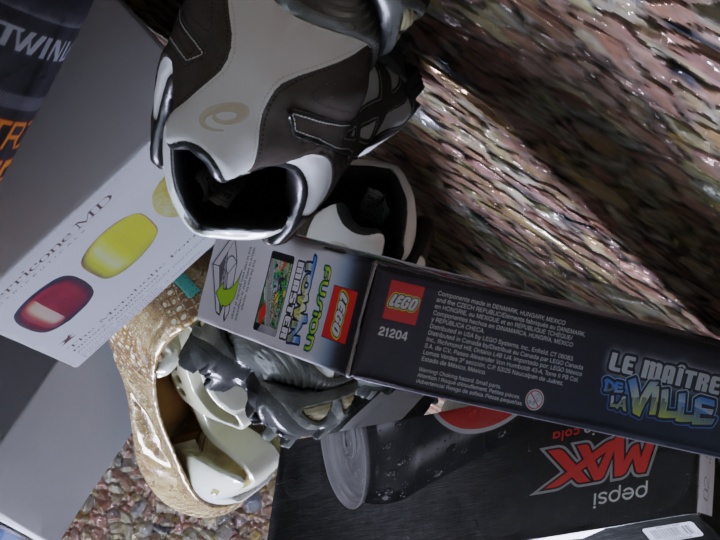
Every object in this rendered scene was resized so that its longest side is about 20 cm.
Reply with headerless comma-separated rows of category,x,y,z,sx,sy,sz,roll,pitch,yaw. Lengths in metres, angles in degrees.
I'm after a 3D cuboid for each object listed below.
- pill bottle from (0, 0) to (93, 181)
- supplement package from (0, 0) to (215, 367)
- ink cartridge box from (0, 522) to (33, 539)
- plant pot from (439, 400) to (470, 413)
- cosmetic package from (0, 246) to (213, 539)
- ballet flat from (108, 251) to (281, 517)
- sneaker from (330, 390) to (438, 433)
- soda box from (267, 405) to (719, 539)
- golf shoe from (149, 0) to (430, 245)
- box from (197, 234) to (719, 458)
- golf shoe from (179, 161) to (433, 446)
pill bottle,-0.147,-0.063,0.667,0.106,0.200,0.106,28,-172,-5
supplement package,-0.118,-0.047,0.826,0.110,0.114,0.200,47,179,8
ink cartridge box,-0.225,0.114,1.035,0.136,0.076,0.200,34,175,20
plant pot,0.112,0.192,1.016,0.199,0.177,0.200,25,168,43
cosmetic package,-0.136,0.011,1.027,0.107,0.200,0.090,28,169,33
ballet flat,-0.067,0.061,1.000,0.065,0.070,0.200,37,159,34
sneaker,-0.007,0.028,1.050,0.091,0.066,0.200,46,-172,-4
soda box,0.060,0.095,0.902,0.199,0.071,0.063,-13,143,30
golf shoe,-0.031,-0.052,0.683,0.078,0.095,0.200,32,172,6
box,0.060,0.027,0.719,0.199,0.035,0.110,14,-179,-27
golf shoe,0.000,0.000,0.882,0.078,0.095,0.200,33,-164,0
